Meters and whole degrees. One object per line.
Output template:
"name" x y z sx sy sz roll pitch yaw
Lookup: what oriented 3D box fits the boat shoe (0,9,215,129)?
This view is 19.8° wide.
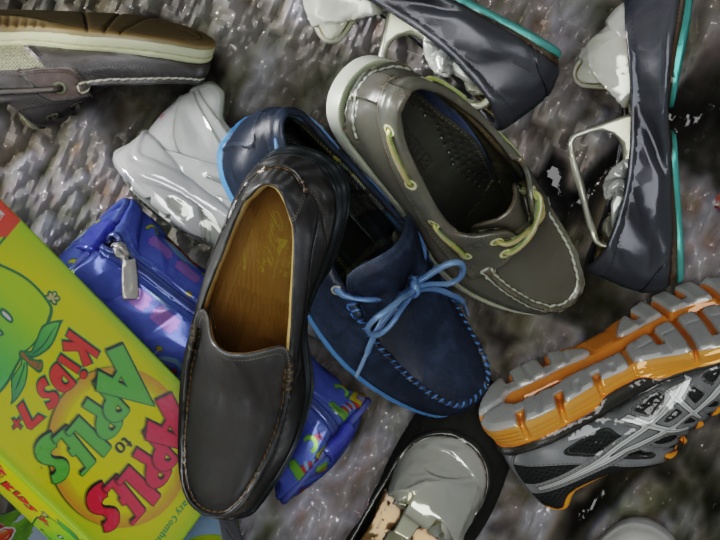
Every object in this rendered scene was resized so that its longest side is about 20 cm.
"boat shoe" -0.181 -0.113 1.166 0.199 0.073 0.065 4 104 5

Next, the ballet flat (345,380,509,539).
"ballet flat" 0.029 0.153 1.169 0.068 0.068 0.201 30 93 0

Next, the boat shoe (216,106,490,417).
"boat shoe" 0.000 0.000 1.100 0.200 0.069 0.084 45 58 -12

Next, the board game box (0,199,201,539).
"board game box" -0.162 0.067 1.080 0.200 0.048 0.102 47 59 -19

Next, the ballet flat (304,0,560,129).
"ballet flat" 0.016 -0.144 1.148 0.200 0.073 0.073 33 93 -3

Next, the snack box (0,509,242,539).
"snack box" -0.137 0.213 1.120 0.168 0.068 0.201 -18 48 3

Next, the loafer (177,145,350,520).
"loafer" -0.061 0.036 1.049 0.072 0.072 0.201 14 101 14

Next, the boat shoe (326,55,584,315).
"boat shoe" 0.062 -0.038 1.123 0.202 0.060 0.072 44 77 -31

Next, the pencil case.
"pencil case" -0.087 0.043 1.154 0.200 0.087 0.078 40 73 -5

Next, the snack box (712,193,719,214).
"snack box" 0.283 -0.077 1.088 0.200 0.024 0.072 -43 92 3

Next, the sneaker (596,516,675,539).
"sneaker" 0.133 0.238 1.164 0.073 0.085 0.201 22 92 2

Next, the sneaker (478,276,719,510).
"sneaker" 0.168 0.068 1.166 0.199 0.078 0.077 -22 114 1

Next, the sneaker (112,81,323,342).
"sneaker" -0.039 -0.032 1.160 0.200 0.078 0.099 40 89 -2

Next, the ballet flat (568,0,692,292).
"ballet flat" 0.151 -0.088 1.156 0.073 0.073 0.201 2 95 1
